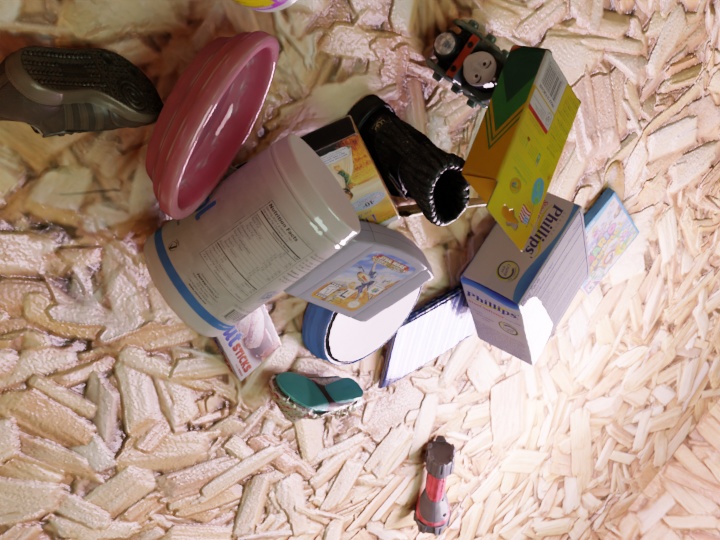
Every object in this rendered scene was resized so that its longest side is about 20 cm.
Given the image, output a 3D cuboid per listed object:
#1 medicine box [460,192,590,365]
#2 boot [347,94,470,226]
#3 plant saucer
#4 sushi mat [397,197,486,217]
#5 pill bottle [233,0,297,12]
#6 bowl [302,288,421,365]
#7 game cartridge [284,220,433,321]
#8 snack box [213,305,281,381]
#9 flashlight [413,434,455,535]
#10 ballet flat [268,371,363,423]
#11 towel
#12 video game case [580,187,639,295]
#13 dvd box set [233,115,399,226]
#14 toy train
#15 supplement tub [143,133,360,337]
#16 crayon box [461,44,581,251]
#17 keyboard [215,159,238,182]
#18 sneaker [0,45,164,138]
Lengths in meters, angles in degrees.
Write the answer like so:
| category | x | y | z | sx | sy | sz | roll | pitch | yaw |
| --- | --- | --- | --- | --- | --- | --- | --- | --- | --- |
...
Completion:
| category | x | y | z | sx | sy | sz | roll | pitch | yaw |
| --- | --- | --- | --- | --- | --- | --- | --- | --- | --- |
| medicine box | 0.247 | 0.006 | 2.053 | 0.183 | 0.102 | 0.200 | -55 | 153 | -19 |
| boot | 0.075 | -0.110 | 1.656 | 0.080 | 0.158 | 0.211 | -51 | 151 | 1 |
| plant saucer | -0.149 | -0.148 | 1.354 | 0.201 | 0.051 | 0.201 | -59 | 174 | -10 |
| sushi mat | 0.089 | -0.080 | 1.788 | 0.199 | 0.095 | 0.012 | -10 | 97 | -49 |
| pill bottle | -0.127 | -0.299 | 1.216 | 0.200 | 0.104 | 0.105 | 11 | 115 | -57 |
| bowl | 0.009 | 0.042 | 1.862 | 0.200 | 0.039 | 0.201 | -35 | 148 | -26 |
| game cartridge | 0.000 | 0.000 | 1.694 | 0.133 | 0.042 | 0.200 | -30 | 151 | 25 |
| snack box | -0.148 | 0.059 | 1.677 | 0.072 | 0.024 | 0.200 | -41 | 150 | -14 |
| flashlight | 0.129 | 0.373 | 2.382 | 0.068 | 0.068 | 0.201 | -37 | 150 | -31 |
| ballet flat | -0.068 | 0.179 | 1.886 | 0.064 | 0.076 | 0.199 | -44 | 151 | 22 |
| towel | 0.109 | 0.085 | 2.077 | 0.199 | 0.024 | 0.145 | -28 | 146 | -33 |
| video game case | 0.395 | -0.045 | 2.324 | 0.143 | 0.018 | 0.200 | -50 | 151 | 1 |
| dvd box set | -0.047 | -0.087 | 1.591 | 0.145 | 0.030 | 0.200 | -23 | 150 | 4 |
| toy train | 0.160 | -0.231 | 1.683 | 0.085 | 0.114 | 0.200 | -55 | 151 | 7 |
| supplement tub | -0.114 | -0.035 | 1.457 | 0.199 | 0.132 | 0.132 | -36 | 153 | 11 |
| crayon box | 0.181 | -0.139 | 1.600 | 0.127 | 0.051 | 0.201 | 44 | 65 | -55 |
| keyboard | -0.110 | -0.074 | 1.533 | 0.056 | 0.011 | 0.200 | -35 | 146 | 24 |
| sneaker | -0.261 | -0.156 | 1.253 | 0.075 | 0.071 | 0.200 | -33 | 161 | 25 |
